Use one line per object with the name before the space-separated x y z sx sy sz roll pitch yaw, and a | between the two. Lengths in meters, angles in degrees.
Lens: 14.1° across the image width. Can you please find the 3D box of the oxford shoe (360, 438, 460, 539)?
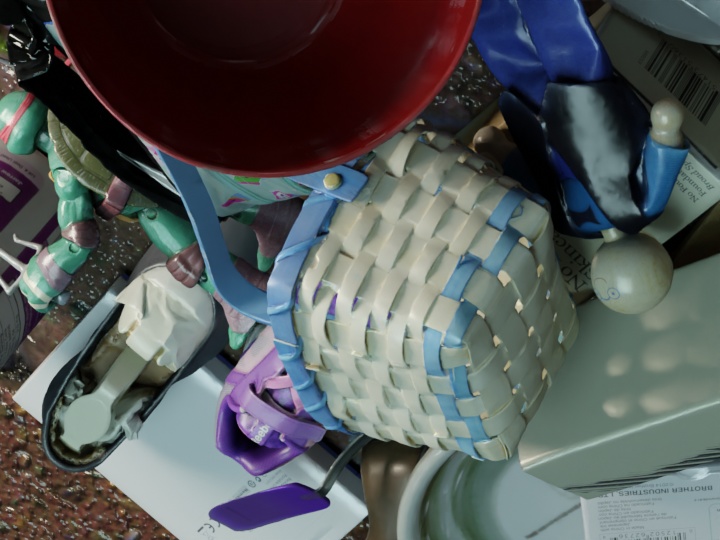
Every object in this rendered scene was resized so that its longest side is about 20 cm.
oxford shoe | 0.041 0.179 1.693 0.084 0.073 0.201 4 114 30

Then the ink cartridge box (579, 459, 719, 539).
ink cartridge box | 0.184 0.172 1.566 0.119 0.042 0.201 -4 124 8

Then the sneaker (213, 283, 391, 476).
sneaker | -0.029 0.053 1.594 0.080 0.089 0.200 37 146 1

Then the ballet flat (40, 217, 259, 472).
ballet flat | -0.122 0.045 1.647 0.073 0.073 0.200 39 121 -4

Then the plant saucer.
plant saucer | 0.120 0.134 1.599 0.199 0.050 0.201 3 127 4

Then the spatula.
spatula | 0.004 0.097 1.622 0.200 0.057 0.021 -33 62 12

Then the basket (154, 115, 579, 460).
basket | 0.000 0.000 1.410 0.199 0.139 0.176 18 156 21

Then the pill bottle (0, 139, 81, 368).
pill bottle | -0.243 0.019 1.631 0.112 0.200 0.113 16 131 19

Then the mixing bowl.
mixing bowl | -0.049 -0.145 1.324 0.200 0.200 0.108 45 177 -9

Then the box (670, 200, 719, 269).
box | 0.248 0.007 1.465 0.163 0.021 0.200 34 134 1

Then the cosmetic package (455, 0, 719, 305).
cosmetic package | 0.102 -0.044 1.474 0.105 0.071 0.200 42 134 -6

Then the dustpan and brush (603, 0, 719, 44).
dustpan and brush | 0.108 -0.186 1.365 0.200 0.057 0.140 27 134 9

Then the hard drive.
hard drive | -0.099 0.104 1.739 0.200 0.025 0.132 41 134 -5

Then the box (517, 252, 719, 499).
box | 0.173 0.045 1.437 0.200 0.082 0.068 -20 151 32

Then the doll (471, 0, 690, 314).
doll | 0.095 -0.072 1.371 0.136 0.048 0.200 -13 107 52

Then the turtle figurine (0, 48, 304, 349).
turtle figurine | -0.132 -0.045 1.550 0.200 0.150 0.101 29 154 -9

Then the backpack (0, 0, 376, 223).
backpack | -0.076 -0.118 1.463 0.126 0.167 0.200 -13 126 36
